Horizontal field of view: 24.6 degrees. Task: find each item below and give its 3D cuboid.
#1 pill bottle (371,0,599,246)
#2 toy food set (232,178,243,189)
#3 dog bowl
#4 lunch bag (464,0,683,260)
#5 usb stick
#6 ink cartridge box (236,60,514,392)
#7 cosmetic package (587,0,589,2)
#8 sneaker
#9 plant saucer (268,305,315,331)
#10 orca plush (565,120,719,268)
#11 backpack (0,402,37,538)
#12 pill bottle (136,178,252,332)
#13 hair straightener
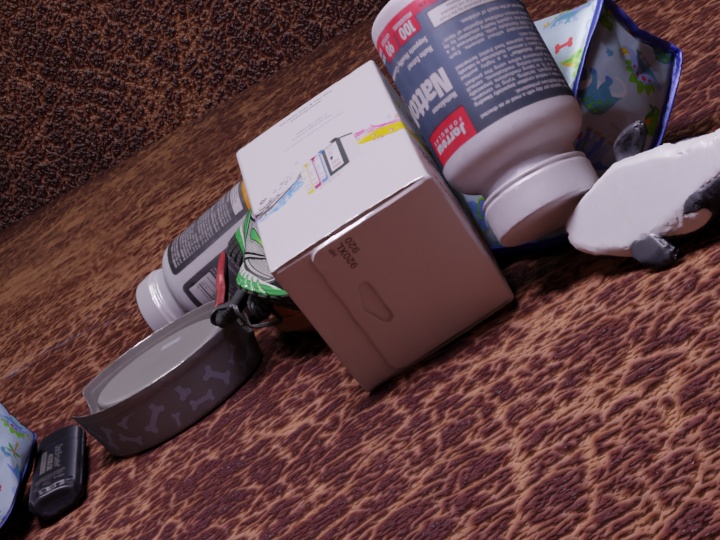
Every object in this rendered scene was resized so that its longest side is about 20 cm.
[{"bbox_3d":[0.102,-0.127,1.271,0.119,0.201,0.120,-25,-15,-7],"label":"pill bottle"},{"bbox_3d":[-0.072,-0.072,1.857,0.200,0.049,0.198,-38,36,-19],"label":"toy food set"},{"bbox_3d":[-0.183,0.104,1.589,0.199,0.059,0.200,-30,13,8],"label":"dog bowl"},{"bbox_3d":[0.165,-0.107,1.395,0.170,0.127,0.201,-13,53,57],"label":"lunch bag"},{"bbox_3d":[-0.289,0.192,1.582,0.055,0.033,0.200,-26,12,-3],"label":"usb stick"},{"bbox_3d":[0.009,-0.038,1.326,0.144,0.147,0.200,-33,34,8],"label":"ink cartridge box"},{"bbox_3d":[0.351,-0.484,2.151,0.165,0.201,0.164,-42,16,-35],"label":"cosmetic package"},{"bbox_3d":[-0.073,-0.023,1.513,0.086,0.077,0.200,-67,25,16],"label":"sneaker"},{"bbox_3d":[0.000,0.000,1.594,0.199,0.032,0.200,-31,14,9],"label":"plant saucer"},{"bbox_3d":[0.239,-0.067,1.178,0.071,0.106,0.200,6,-44,-41],"label":"orca plush"},{"bbox_3d":[-0.407,0.207,1.534,0.183,0.147,0.200,-44,19,9],"label":"backpack"},{"bbox_3d":[-0.135,-0.009,1.732,0.200,0.116,0.116,-39,10,21],"label":"pill bottle"},{"bbox_3d":[-0.100,0.018,1.544,0.076,0.041,0.200,-2,11,-1],"label":"hair straightener"}]
